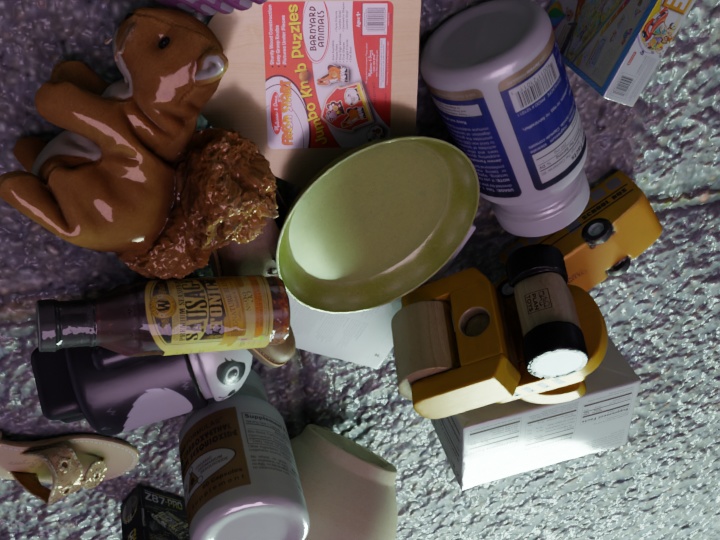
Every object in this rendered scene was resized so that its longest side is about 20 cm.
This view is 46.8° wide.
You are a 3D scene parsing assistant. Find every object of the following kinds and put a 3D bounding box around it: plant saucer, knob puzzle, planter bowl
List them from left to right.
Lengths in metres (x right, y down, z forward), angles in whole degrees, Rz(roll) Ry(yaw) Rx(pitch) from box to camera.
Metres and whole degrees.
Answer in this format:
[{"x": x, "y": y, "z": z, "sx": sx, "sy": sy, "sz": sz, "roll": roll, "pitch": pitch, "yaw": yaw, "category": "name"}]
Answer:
[{"x": -0.051, "y": -0.168, "z": 0.714, "sx": 0.219, "sy": 0.030, "sz": 0.220, "roll": -2, "pitch": 117, "yaw": -5, "category": "knob puzzle"}, {"x": -0.037, "y": 0.263, "z": 0.962, "sx": 0.200, "sy": 0.200, "sz": 0.135, "roll": 30, "pitch": 85, "yaw": -34, "category": "planter bowl"}, {"x": 0.013, "y": -0.044, "z": 0.749, "sx": 0.200, "sy": 0.031, "sz": 0.200, "roll": -18, "pitch": 139, "yaw": -16, "category": "plant saucer"}]

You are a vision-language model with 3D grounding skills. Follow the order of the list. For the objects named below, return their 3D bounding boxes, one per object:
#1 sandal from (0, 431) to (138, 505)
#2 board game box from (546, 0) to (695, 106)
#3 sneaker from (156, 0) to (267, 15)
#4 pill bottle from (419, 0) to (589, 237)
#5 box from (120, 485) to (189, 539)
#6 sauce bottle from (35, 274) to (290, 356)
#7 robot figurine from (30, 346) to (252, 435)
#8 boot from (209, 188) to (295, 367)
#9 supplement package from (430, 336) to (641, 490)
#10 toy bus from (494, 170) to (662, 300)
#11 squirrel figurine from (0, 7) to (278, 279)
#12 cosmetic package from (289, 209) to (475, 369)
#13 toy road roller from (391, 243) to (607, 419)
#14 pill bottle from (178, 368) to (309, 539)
[{"x": -0.342, "y": 0.219, "z": 0.885, "sx": 0.211, "sy": 0.070, "sz": 0.078, "roll": 15, "pitch": 120, "yaw": -28, "category": "sandal"}, {"x": 0.229, "y": -0.255, "z": 0.680, "sx": 0.034, "sy": 0.135, "sz": 0.200, "roll": 10, "pitch": 122, "yaw": -25, "category": "board game box"}, {"x": -0.075, "y": -0.257, "z": 0.620, "sx": 0.200, "sy": 0.089, "sz": 0.080, "roll": -13, "pitch": 175, "yaw": 14, "category": "sneaker"}, {"x": 0.139, "y": -0.131, "z": 0.755, "sx": 0.116, "sy": 0.116, "sz": 0.200, "roll": -28, "pitch": 130, "yaw": 3, "category": "pill bottle"}, {"x": -0.182, "y": 0.351, "z": 0.980, "sx": 0.200, "sy": 0.161, "sz": 0.049, "roll": 30, "pitch": 113, "yaw": -35, "category": "box"}, {"x": -0.159, "y": 0.040, "z": 0.684, "sx": 0.200, "sy": 0.066, "sz": 0.066, "roll": -5, "pitch": 127, "yaw": -24, "category": "sauce bottle"}, {"x": -0.203, "y": 0.086, "z": 0.795, "sx": 0.200, "sy": 0.150, "sz": 0.125, "roll": -16, "pitch": 116, "yaw": -6, "category": "robot figurine"}, {"x": -0.091, "y": 0.000, "z": 0.760, "sx": 0.075, "sy": 0.074, "sz": 0.200, "roll": -13, "pitch": 113, "yaw": 17, "category": "boot"}, {"x": 0.179, "y": 0.130, "z": 0.937, "sx": 0.200, "sy": 0.156, "sz": 0.111, "roll": -13, "pitch": 131, "yaw": -10, "category": "supplement package"}, {"x": 0.220, "y": -0.016, "z": 0.893, "sx": 0.200, "sy": 0.078, "sz": 0.065, "roll": -36, "pitch": 127, "yaw": 9, "category": "toy bus"}, {"x": -0.155, "y": -0.099, "z": 0.658, "sx": 0.200, "sy": 0.142, "sz": 0.187, "roll": 39, "pitch": 95, "yaw": -18, "category": "squirrel figurine"}, {"x": 0.000, "y": 0.000, "z": 0.848, "sx": 0.151, "sy": 0.052, "sz": 0.200, "roll": 20, "pitch": 118, "yaw": -28, "category": "cosmetic package"}, {"x": 0.143, "y": 0.079, "z": 0.824, "sx": 0.200, "sy": 0.123, "sz": 0.146, "roll": -19, "pitch": 141, "yaw": 19, "category": "toy road roller"}, {"x": -0.127, "y": 0.194, "z": 0.854, "sx": 0.114, "sy": 0.200, "sz": 0.115, "roll": -9, "pitch": 128, "yaw": -12, "category": "pill bottle"}]
